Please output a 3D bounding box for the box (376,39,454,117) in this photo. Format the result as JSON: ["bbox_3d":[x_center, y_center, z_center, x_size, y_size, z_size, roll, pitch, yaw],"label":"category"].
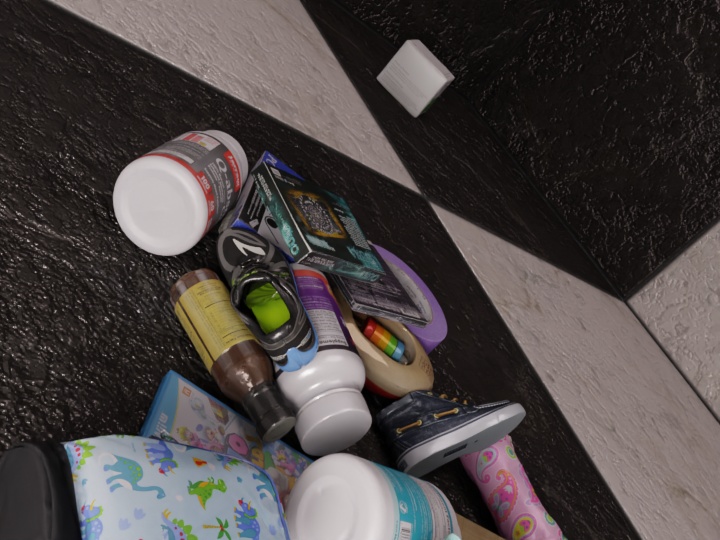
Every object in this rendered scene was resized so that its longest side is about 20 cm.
[{"bbox_3d":[0.195,-0.670,2.393,0.200,0.172,0.199,43,23,-1],"label":"box"}]

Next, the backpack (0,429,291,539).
[{"bbox_3d":[-0.144,0.197,0.478,0.200,0.153,0.164,41,13,-41],"label":"backpack"}]

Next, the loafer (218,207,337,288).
[{"bbox_3d":[-0.109,-0.005,0.943,0.198,0.070,0.071,34,38,-20],"label":"loafer"}]

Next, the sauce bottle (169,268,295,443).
[{"bbox_3d":[-0.134,0.089,0.727,0.064,0.065,0.201,7,40,-54],"label":"sauce bottle"}]

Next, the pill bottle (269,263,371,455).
[{"bbox_3d":[-0.059,0.100,0.787,0.110,0.112,0.202,20,34,-43],"label":"pill bottle"}]

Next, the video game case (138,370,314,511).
[{"bbox_3d":[-0.119,0.195,0.649,0.199,0.018,0.144,37,25,-18],"label":"video game case"}]

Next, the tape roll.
[{"bbox_3d":[0.046,0.053,1.098,0.198,0.066,0.202,36,26,-20],"label":"tape roll"}]

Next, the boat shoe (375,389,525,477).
[{"bbox_3d":[0.119,0.190,0.898,0.196,0.072,0.092,-15,53,-25],"label":"boat shoe"}]

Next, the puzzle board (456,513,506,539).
[{"bbox_3d":[0.155,0.362,0.769,0.197,0.018,0.151,27,30,1],"label":"puzzle board"}]

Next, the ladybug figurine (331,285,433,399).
[{"bbox_3d":[0.017,0.108,0.943,0.199,0.072,0.136,42,29,-7],"label":"ladybug figurine"}]

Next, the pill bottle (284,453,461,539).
[{"bbox_3d":[0.024,0.250,0.661,0.199,0.110,0.112,36,21,-48],"label":"pill bottle"}]

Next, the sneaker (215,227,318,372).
[{"bbox_3d":[-0.105,0.015,0.737,0.201,0.070,0.083,56,-4,38],"label":"sneaker"}]

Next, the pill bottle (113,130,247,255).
[{"bbox_3d":[-0.214,-0.108,0.863,0.115,0.116,0.201,40,24,-9],"label":"pill bottle"}]

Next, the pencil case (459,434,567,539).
[{"bbox_3d":[0.200,0.298,0.925,0.086,0.088,0.202,20,34,-43],"label":"pencil case"}]

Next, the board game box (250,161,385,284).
[{"bbox_3d":[-0.049,-0.055,0.886,0.199,0.028,0.137,17,40,-61],"label":"board game box"}]

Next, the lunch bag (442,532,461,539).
[{"bbox_3d":[0.069,0.343,0.528,0.201,0.170,0.122,48,29,6],"label":"lunch bag"}]

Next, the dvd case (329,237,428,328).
[{"bbox_3d":[0.000,0.000,0.989,0.147,0.016,0.201,17,29,-43],"label":"dvd case"}]

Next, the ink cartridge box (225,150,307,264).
[{"bbox_3d":[-0.115,-0.076,0.908,0.093,0.044,0.202,35,28,-19],"label":"ink cartridge box"}]
